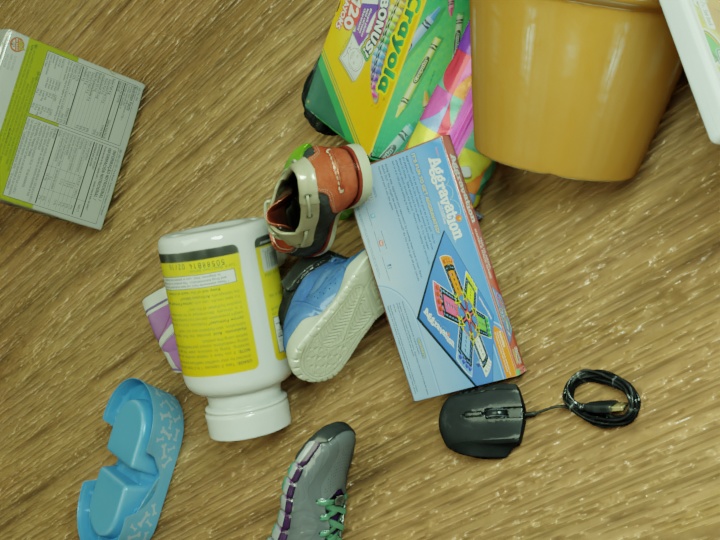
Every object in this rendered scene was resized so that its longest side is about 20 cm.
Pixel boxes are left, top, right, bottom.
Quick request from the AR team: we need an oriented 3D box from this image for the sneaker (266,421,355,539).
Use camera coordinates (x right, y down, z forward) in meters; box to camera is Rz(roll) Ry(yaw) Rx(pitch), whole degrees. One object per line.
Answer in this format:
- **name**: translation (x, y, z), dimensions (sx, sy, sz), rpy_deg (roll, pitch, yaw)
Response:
- **sneaker**: translation (-0.031, 0.234, 1.128), dimensions (0.087, 0.074, 0.201), rpy_deg (35, 114, 33)

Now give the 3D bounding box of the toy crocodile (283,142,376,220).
- **toy crocodile**: translation (-0.016, -0.088, 1.185), dimensions (0.200, 0.067, 0.062), rpy_deg (6, 72, 65)

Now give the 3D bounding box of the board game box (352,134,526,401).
- **board game box**: translation (0.059, 0.000, 1.039), dimensions (0.103, 0.019, 0.201), rpy_deg (-18, 89, 34)

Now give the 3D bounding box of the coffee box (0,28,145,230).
- **coffee box**: translation (-0.428, -0.181, 1.634), dimensions (0.199, 0.197, 0.201), rpy_deg (13, 86, 53)

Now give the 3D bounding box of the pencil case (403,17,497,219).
- **pencil case**: translation (0.100, -0.145, 1.068), dimensions (0.088, 0.088, 0.201), rpy_deg (38, 108, 50)

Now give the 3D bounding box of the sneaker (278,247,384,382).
- **sneaker**: translation (-0.001, -0.001, 1.147), dimensions (0.200, 0.077, 0.111), rpy_deg (-48, 32, 15)

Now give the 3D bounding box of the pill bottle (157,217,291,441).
- **pill bottle**: translation (-0.123, 0.056, 1.215), dimensions (0.111, 0.111, 0.201), rpy_deg (-2, 100, 50)

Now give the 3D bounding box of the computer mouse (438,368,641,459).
- **computer mouse**: translation (0.130, 0.110, 0.985), dimensions (0.200, 0.034, 0.059), rpy_deg (-19, 63, 46)

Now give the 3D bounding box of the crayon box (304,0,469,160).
- **crayon box**: translation (0.031, -0.210, 1.119), dimensions (0.119, 0.058, 0.201), rpy_deg (42, 119, 45)

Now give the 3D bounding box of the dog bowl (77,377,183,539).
- **dog bowl**: translation (-0.253, 0.221, 1.405), dimensions (0.111, 0.049, 0.201), rpy_deg (20, 93, 51)

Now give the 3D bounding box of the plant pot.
- **plant pot**: translation (0.161, -0.169, 0.934), dimensions (0.200, 0.199, 0.184), rpy_deg (29, 117, 51)

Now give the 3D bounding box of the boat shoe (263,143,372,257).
- **boat shoe**: translation (-0.050, -0.054, 1.075), dimensions (0.072, 0.062, 0.200), rpy_deg (71, 158, 8)

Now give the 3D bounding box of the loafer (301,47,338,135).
- **loafer**: translation (-0.001, -0.225, 1.230), dimensions (0.070, 0.068, 0.201), rpy_deg (53, 123, 36)

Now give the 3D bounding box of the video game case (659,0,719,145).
- **video game case**: translation (0.267, -0.157, 0.791), dimensions (0.023, 0.181, 0.201), rpy_deg (126, 141, -51)

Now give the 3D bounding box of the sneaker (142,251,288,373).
- **sneaker**: translation (-0.134, 0.044, 1.318), dimensions (0.200, 0.072, 0.115), rpy_deg (-31, 75, 35)
